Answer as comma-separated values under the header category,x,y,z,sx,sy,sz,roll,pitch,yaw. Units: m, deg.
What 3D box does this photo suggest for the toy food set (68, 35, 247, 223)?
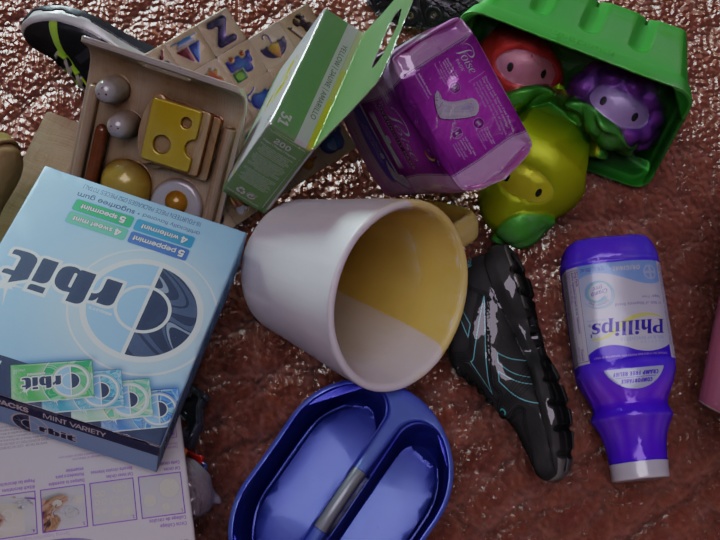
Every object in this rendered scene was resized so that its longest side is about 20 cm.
category,x,y,z,sx,sy,sz,roll,pitch,yaw
toy food set,-0.186,-0.078,0.903,0.143,0.060,0.201,18,106,7

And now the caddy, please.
category,x,y,z,sx,sy,sz,roll,pitch,yaw
caddy,-0.015,0.183,0.855,0.141,0.105,0.200,33,79,9

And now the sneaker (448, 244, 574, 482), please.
category,x,y,z,sx,sy,sz,roll,pitch,yaw
sneaker,0.122,0.082,0.906,0.079,0.075,0.201,-20,74,17

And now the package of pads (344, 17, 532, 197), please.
category,x,y,z,sx,sy,sz,roll,pitch,yaw
package of pads,0.049,-0.123,0.872,0.076,0.200,0.121,-34,102,-12

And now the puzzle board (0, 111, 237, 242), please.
category,x,y,z,sx,sy,sz,roll,pitch,yaw
puzzle board,-0.223,-0.041,0.968,0.199,0.017,0.151,21,76,6

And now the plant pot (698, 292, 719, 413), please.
category,x,y,z,sx,sy,sz,roll,pitch,yaw
plant pot,0.361,0.049,0.845,0.199,0.200,0.180,24,93,8

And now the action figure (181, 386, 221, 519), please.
category,x,y,z,sx,sy,sz,roll,pitch,yaw
action figure,-0.209,0.176,0.870,0.193,0.105,0.201,10,75,14

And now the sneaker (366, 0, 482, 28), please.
category,x,y,z,sx,sy,sz,roll,pitch,yaw
sneaker,0.103,-0.268,0.996,0.199,0.072,0.072,-9,101,12

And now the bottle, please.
category,x,y,z,sx,sy,sz,roll,pitch,yaw
bottle,0.217,0.073,0.896,0.083,0.065,0.201,-4,76,0

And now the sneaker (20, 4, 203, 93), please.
category,x,y,z,sx,sy,sz,roll,pitch,yaw
sneaker,-0.227,-0.169,0.970,0.199,0.072,0.083,24,76,8

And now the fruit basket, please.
category,x,y,z,sx,sy,sz,roll,pitch,yaw
fruit basket,0.162,-0.127,0.918,0.214,0.156,0.216,3,59,-4

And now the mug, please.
category,x,y,z,sx,sy,sz,roll,pitch,yaw
mug,-0.005,0.008,0.887,0.153,0.186,0.150,15,97,45

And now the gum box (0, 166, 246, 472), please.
category,x,y,z,sx,sy,sz,roll,pitch,yaw
gum box,-0.196,0.031,0.807,0.169,0.045,0.201,18,52,-2

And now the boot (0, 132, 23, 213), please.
category,x,y,z,sx,sy,sz,roll,pitch,yaw
boot,-0.275,0.006,0.875,0.200,0.066,0.175,35,75,10

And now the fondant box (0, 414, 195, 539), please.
category,x,y,z,sx,sy,sz,roll,pitch,yaw
fondant box,-0.190,0.200,0.767,0.144,0.058,0.201,-5,63,-14

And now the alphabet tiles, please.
category,x,y,z,sx,sy,sz,roll,pitch,yaw
alphabet tiles,-0.101,-0.146,0.958,0.200,0.008,0.168,-34,96,-15

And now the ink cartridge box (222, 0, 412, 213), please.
category,x,y,z,sx,sy,sz,roll,pitch,yaw
ink cartridge box,-0.031,-0.151,0.850,0.048,0.200,0.146,29,53,-13
